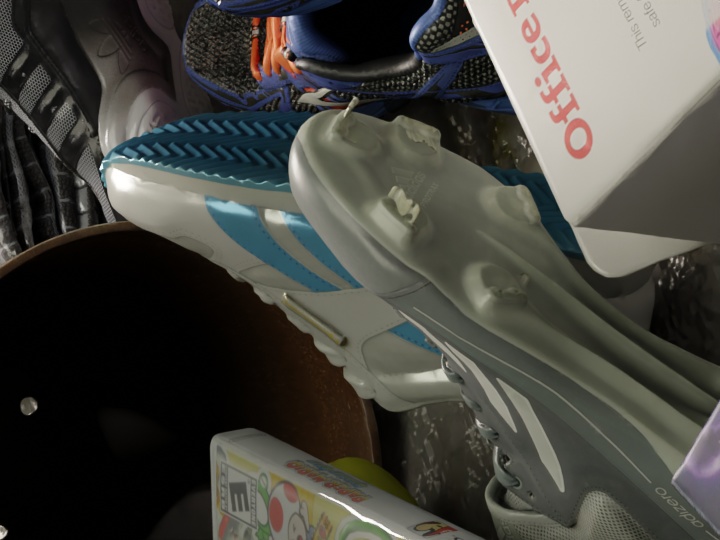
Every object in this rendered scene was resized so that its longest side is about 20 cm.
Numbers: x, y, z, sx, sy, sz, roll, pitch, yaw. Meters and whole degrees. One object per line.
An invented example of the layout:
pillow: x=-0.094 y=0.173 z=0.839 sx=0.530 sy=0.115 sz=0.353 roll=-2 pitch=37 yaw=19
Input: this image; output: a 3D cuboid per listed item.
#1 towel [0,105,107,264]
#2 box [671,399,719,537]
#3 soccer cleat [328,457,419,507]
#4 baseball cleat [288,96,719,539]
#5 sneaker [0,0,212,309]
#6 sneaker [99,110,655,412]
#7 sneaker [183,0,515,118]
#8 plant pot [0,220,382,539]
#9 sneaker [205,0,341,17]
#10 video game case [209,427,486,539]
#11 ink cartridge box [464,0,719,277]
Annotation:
towel: x=-0.182 y=-0.059 z=1.107 sx=0.165 sy=0.085 sz=0.201 roll=-28 pitch=65 yaw=44
box: x=0.197 y=0.024 z=0.635 sx=0.148 sy=0.104 sz=0.201 roll=47 pitch=120 yaw=41
soccer cleat: x=0.038 y=0.147 z=0.841 sx=0.084 sy=0.065 sz=0.201 roll=-38 pitch=61 yaw=37
baseball cleat: x=0.047 y=0.038 z=0.768 sx=0.200 sy=0.070 sz=0.107 roll=37 pitch=128 yaw=0
sneaker: x=-0.128 y=-0.071 z=0.993 sx=0.113 sy=0.075 sz=0.201 roll=-17 pitch=100 yaw=17
sneaker: x=0.000 y=0.000 z=0.842 sx=0.199 sy=0.076 sz=0.081 roll=17 pitch=117 yaw=21
sneaker: x=-0.003 y=-0.092 z=0.892 sx=0.199 sy=0.078 sz=0.076 roll=-3 pitch=83 yaw=49
plant pot: x=-0.118 y=0.079 z=0.964 sx=0.200 sy=0.186 sz=0.188 roll=-4 pitch=82 yaw=64
sneaker: x=-0.001 y=-0.147 z=0.761 sx=0.076 sy=0.078 sz=0.200 roll=56 pitch=132 yaw=15
video game case: x=0.004 y=0.168 z=0.809 sx=0.182 sy=0.023 sz=0.201 roll=19 pitch=113 yaw=56
ink cartridge box: x=0.123 y=-0.100 z=0.720 sx=0.200 sy=0.125 sz=0.129 roll=-46 pitch=53 yaw=37
